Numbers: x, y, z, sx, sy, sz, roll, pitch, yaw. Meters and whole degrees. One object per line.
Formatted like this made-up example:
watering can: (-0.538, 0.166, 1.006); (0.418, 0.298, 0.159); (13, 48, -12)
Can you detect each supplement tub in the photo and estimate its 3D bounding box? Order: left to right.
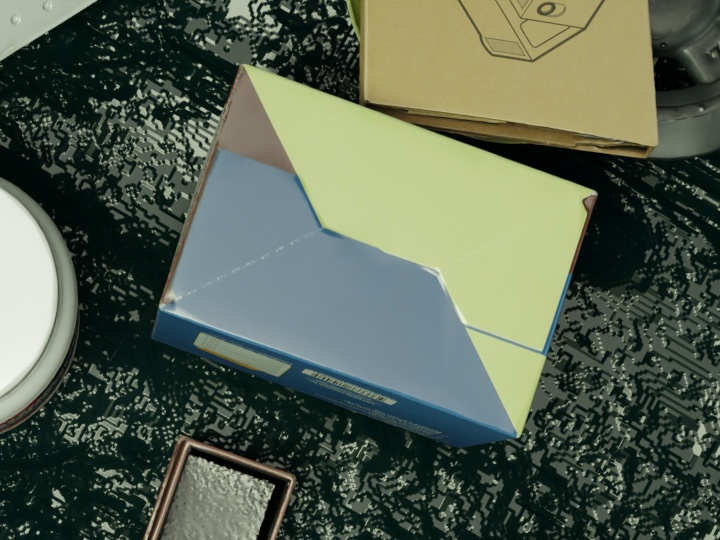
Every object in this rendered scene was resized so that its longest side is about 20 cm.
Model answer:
supplement tub: (-0.220, 0.019, 1.286); (0.139, 0.200, 0.142); (0, 85, -6)

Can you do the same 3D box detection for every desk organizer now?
desk organizer: (-0.100, 0.197, 1.344); (0.071, 0.077, 0.201); (19, 83, -4)

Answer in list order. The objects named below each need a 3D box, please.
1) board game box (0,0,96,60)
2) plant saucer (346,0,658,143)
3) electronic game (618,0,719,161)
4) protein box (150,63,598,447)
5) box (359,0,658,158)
board game box: (-0.190, -0.232, 1.319); (0.200, 0.026, 0.201); (-36, 125, -28)
plant saucer: (0.087, -0.173, 1.422); (0.198, 0.031, 0.202); (1, 85, -7)
electronic game: (0.171, -0.162, 1.393); (0.198, 0.042, 0.202); (0, 80, -1)
protein box: (0.000, 0.000, 1.311); (0.197, 0.200, 0.136); (20, 83, -4)
box: (0.080, -0.161, 1.316); (0.162, 0.021, 0.201); (7, 61, -12)
